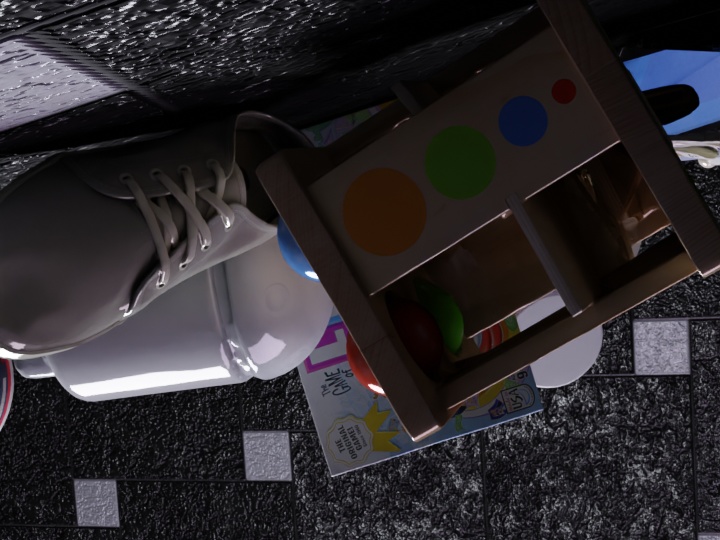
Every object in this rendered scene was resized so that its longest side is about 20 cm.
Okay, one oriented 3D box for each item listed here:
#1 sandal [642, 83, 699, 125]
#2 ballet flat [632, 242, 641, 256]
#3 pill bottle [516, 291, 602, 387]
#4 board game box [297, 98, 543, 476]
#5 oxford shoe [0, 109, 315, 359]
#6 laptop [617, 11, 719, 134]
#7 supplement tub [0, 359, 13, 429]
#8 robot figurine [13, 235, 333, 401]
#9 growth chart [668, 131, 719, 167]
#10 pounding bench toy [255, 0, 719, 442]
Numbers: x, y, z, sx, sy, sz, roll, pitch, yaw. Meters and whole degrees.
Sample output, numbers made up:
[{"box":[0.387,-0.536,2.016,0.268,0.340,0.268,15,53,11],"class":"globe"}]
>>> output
[{"box":[0.109,-0.108,0.779,0.198,0.055,0.082,-1,-178,24],"class":"sandal"},{"box":[0.138,-0.027,0.776,0.071,0.073,0.200,-18,-170,-3],"class":"ballet flat"},{"box":[0.137,0.021,1.072,0.110,0.112,0.200,-18,-157,-3],"class":"pill bottle"},{"box":[0.016,0.006,0.743,0.133,0.202,0.034,-18,-179,2],"class":"board game box"},{"box":[-0.086,-0.024,0.527,0.057,0.076,0.199,-8,-165,41],"class":"oxford shoe"},{"box":[0.268,-0.126,0.838,0.176,0.104,0.200,-19,-161,-23],"class":"laptop"},{"box":[-0.315,0.080,0.806,0.139,0.142,0.200,-18,-178,-2],"class":"supplement tub"},{"box":[-0.099,0.007,0.670,0.198,0.114,0.170,-7,150,7],"class":"robot figurine"},{"box":[0.157,-0.072,0.762,0.198,0.018,0.145,-1,-178,-9],"class":"growth chart"},{"box":[0.063,-0.027,0.553,0.155,0.125,0.200,-32,177,16],"class":"pounding bench toy"}]
